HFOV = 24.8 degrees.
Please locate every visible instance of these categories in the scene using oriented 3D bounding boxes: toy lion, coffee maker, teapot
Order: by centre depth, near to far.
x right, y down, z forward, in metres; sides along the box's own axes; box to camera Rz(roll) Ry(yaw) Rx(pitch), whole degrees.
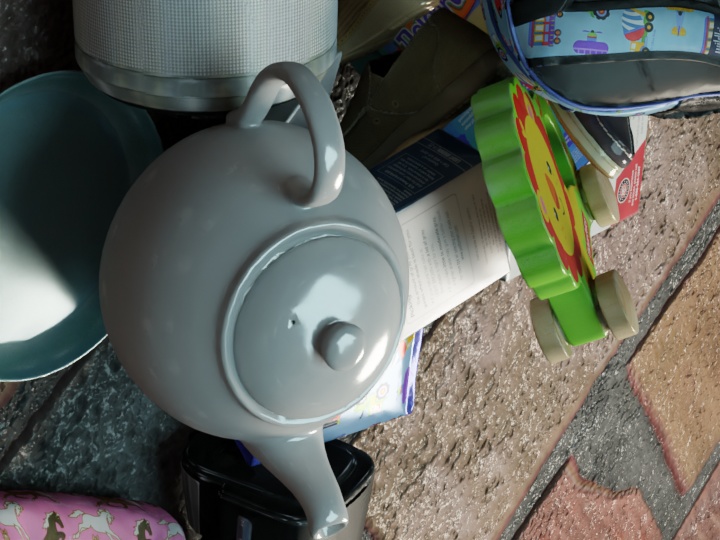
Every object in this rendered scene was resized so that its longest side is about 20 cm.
[{"bbox_3d":[-0.043,0.013,0.923,0.200,0.146,0.198,41,84,-36],"label":"teapot"},{"bbox_3d":[0.121,-0.052,1.093,0.201,0.068,0.192,-87,153,-52],"label":"toy lion"},{"bbox_3d":[-0.047,0.227,1.214,0.135,0.190,0.202,-78,176,-63],"label":"coffee maker"}]

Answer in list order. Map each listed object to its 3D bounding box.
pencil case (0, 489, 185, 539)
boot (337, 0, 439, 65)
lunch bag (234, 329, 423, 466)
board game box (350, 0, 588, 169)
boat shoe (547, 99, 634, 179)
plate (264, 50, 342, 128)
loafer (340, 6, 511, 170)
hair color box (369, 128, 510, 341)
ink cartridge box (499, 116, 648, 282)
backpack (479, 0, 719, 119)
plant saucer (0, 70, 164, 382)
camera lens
[{"bbox_3d":[-0.201,0.194,1.095,0.199,0.082,0.087,13,97,-54],"label":"pencil case"},{"bbox_3d":[-0.031,-0.222,1.080,0.072,0.199,0.168,-25,91,-34],"label":"boot"},{"bbox_3d":[-0.022,0.021,1.166,0.150,0.094,0.201,-15,135,-36],"label":"lunch bag"},{"bbox_3d":[0.097,-0.145,1.242,0.152,0.045,0.200,-46,105,-25],"label":"board game box"},{"bbox_3d":[0.167,-0.148,1.162,0.065,0.201,0.072,-33,125,22],"label":"boat shoe"},{"bbox_3d":[-0.090,-0.042,1.087,0.200,0.032,0.200,-54,177,-19],"label":"plate"},{"bbox_3d":[0.026,-0.117,1.150,0.076,0.200,0.068,-26,84,-49],"label":"loafer"},{"bbox_3d":[0.000,0.000,1.084,0.199,0.060,0.101,-32,129,-21],"label":"hair color box"},{"bbox_3d":[0.156,-0.096,1.394,0.199,0.083,0.146,-25,126,-41],"label":"ink cartridge box"},{"bbox_3d":[0.158,-0.180,1.035,0.198,0.134,0.185,-11,94,-24],"label":"backpack"},{"bbox_3d":[-0.202,-0.029,1.022,0.199,0.027,0.202,-29,130,-41],"label":"plant saucer"},{"bbox_3d":[-0.092,-0.201,0.959,0.159,0.159,0.202,-26,127,-42],"label":"camera lens"}]
